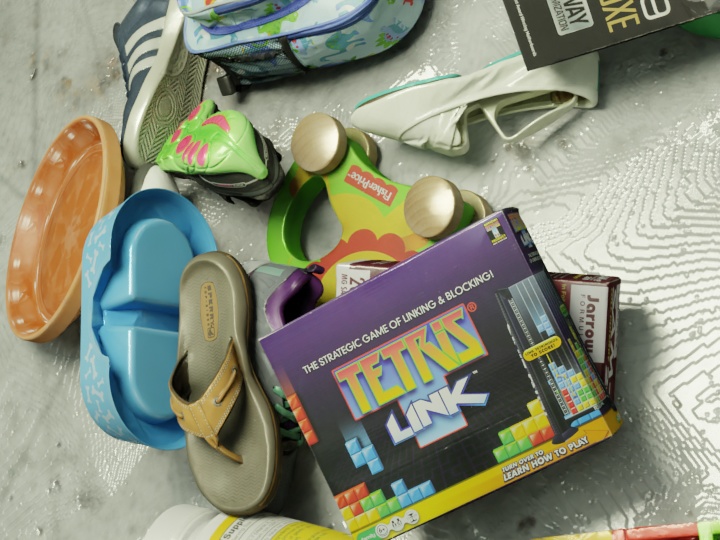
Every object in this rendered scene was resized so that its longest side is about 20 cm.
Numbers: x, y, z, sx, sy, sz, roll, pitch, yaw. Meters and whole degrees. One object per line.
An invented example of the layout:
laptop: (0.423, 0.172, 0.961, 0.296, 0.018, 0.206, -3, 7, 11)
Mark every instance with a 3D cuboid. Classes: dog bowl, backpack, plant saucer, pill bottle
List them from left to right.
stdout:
plant saucer: (-0.253, -0.034, 1.285, 0.200, 0.032, 0.202, -35, 46, 46)
dog bowl: (-0.165, 0.040, 1.144, 0.049, 0.111, 0.202, -12, 74, 40)
pill bottle: (-0.061, 0.239, 1.085, 0.199, 0.114, 0.115, 8, 78, 30)
backpack: (-0.052, -0.259, 1.226, 0.198, 0.147, 0.185, -5, 73, 24)

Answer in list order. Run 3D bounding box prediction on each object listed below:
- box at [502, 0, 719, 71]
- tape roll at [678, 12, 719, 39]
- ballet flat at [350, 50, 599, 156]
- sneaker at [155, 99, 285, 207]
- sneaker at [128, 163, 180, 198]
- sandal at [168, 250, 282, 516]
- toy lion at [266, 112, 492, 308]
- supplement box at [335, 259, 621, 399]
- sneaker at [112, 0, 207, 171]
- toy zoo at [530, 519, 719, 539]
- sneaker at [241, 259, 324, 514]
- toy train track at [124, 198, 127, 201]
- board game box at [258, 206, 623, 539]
box: (0.160, -0.258, 1.034, 0.156, 0.201, 0.050, -14, 24, 20)
tape roll: (0.287, -0.274, 1.105, 0.199, 0.048, 0.202, -9, 70, 25)
ballet flat: (0.091, -0.125, 1.143, 0.198, 0.069, 0.070, -17, 66, 9)
sneaker: (-0.112, -0.087, 1.211, 0.077, 0.084, 0.200, -48, 19, -1)
sneaker: (-0.131, 0.000, 1.230, 0.107, 0.067, 0.203, -12, 72, 23)
sandal: (-0.108, 0.081, 1.096, 0.081, 0.054, 0.202, -12, 77, 29)
toy lion: (0.000, 0.000, 1.168, 0.199, 0.068, 0.193, 32, 98, 33)
supplement box: (0.082, 0.053, 1.063, 0.198, 0.061, 0.110, 3, 94, 17)
sneaker: (-0.188, -0.178, 1.318, 0.084, 0.075, 0.202, 3, 66, 28)
toy zoo: (0.186, 0.241, 1.005, 0.198, 0.020, 0.132, -11, 69, 25)
sneaker: (-0.063, 0.092, 1.129, 0.087, 0.074, 0.202, -1, 91, 47)
toy train track: (-0.205, 0.026, 1.240, 0.032, 0.115, 0.201, -5, 54, 2)
board game box: (0.053, 0.075, 1.012, 0.199, 0.057, 0.166, -28, 87, 18)
